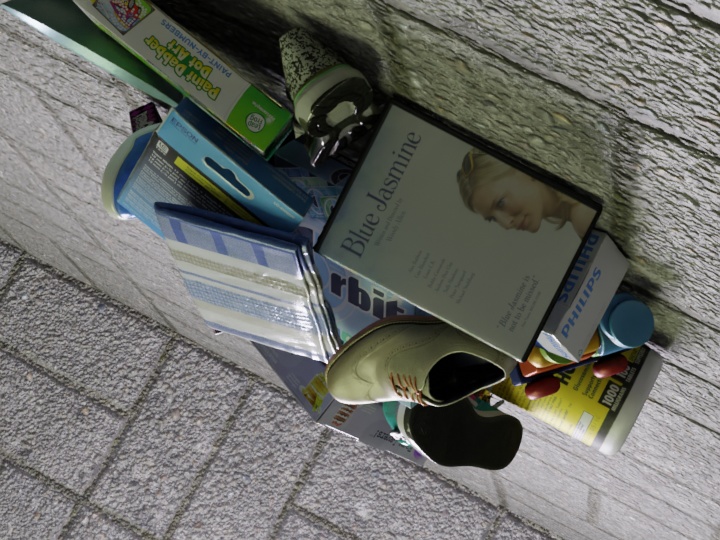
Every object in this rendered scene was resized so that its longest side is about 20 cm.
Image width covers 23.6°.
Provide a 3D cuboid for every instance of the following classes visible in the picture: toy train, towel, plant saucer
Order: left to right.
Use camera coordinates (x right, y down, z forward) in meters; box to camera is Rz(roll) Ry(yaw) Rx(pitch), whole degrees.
[{"bbox_3d":[-0.245,-0.217,1.637,0.200,0.039,0.201,28,179,1],"label":"plant saucer"},{"bbox_3d":[-0.091,0.011,1.487,0.145,0.024,0.201,15,152,19],"label":"towel"},{"bbox_3d":[0.163,0.072,1.560,0.116,0.198,0.086,145,108,-78],"label":"toy train"}]

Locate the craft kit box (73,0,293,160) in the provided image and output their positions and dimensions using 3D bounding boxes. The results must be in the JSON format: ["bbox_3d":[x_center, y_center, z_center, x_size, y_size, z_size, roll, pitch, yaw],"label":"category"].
[{"bbox_3d":[-0.145,-0.172,1.463,0.197,0.049,0.200,41,180,-2],"label":"craft kit box"}]

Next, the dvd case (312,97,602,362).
[{"bbox_3d":[0.079,-0.034,1.409,0.199,0.144,0.018,28,-177,8],"label":"dvd case"}]

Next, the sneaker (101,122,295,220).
[{"bbox_3d":[-0.143,-0.100,1.613,0.110,0.199,0.078,13,122,37],"label":"sneaker"}]

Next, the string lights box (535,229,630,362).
[{"bbox_3d":[0.126,-0.003,1.528,0.199,0.103,0.059,21,165,39],"label":"string lights box"}]

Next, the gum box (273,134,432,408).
[{"bbox_3d":[-0.003,0.001,1.544,0.169,0.044,0.202,29,134,31],"label":"gum box"}]

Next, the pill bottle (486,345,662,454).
[{"bbox_3d":[0.189,0.089,1.711,0.199,0.113,0.113,27,169,8],"label":"pill bottle"}]

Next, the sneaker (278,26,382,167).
[{"bbox_3d":[-0.031,-0.151,1.427,0.089,0.076,0.200,59,175,10],"label":"sneaker"}]

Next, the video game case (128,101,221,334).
[{"bbox_3d":[-0.190,-0.058,1.855,0.182,0.035,0.201,-111,-2,-59],"label":"video game case"}]

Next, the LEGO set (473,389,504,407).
[{"bbox_3d":[0.106,0.079,1.815,0.200,0.154,0.116,44,180,-29],"label":"LEGO set"}]

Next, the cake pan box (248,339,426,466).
[{"bbox_3d":[-0.021,0.112,1.808,0.199,0.052,0.184,29,-164,-47],"label":"cake pan box"}]

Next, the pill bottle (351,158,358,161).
[{"bbox_3d":[0.000,0.000,1.671,0.112,0.112,0.202,15,130,52],"label":"pill bottle"}]

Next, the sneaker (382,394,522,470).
[{"bbox_3d":[0.063,0.135,1.673,0.120,0.084,0.199,20,177,36],"label":"sneaker"}]

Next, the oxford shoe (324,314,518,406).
[{"bbox_3d":[0.047,0.082,1.468,0.199,0.074,0.071,-21,119,31],"label":"oxford shoe"}]

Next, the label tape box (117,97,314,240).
[{"bbox_3d":[-0.118,-0.072,1.479,0.143,0.066,0.200,38,151,-4],"label":"label tape box"}]
